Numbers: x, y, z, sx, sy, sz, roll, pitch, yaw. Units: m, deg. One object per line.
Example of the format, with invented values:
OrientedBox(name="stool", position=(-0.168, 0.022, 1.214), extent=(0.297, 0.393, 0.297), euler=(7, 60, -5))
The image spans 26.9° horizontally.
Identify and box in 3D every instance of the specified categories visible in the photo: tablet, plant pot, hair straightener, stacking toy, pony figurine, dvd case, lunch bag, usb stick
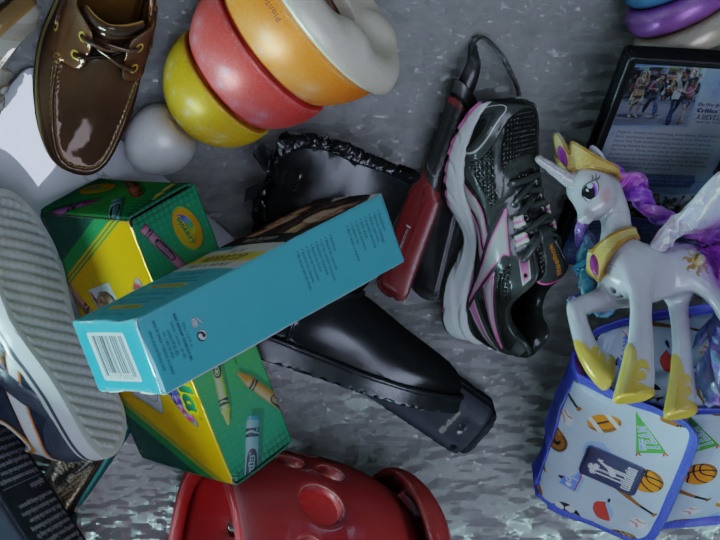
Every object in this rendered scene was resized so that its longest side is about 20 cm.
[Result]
OrientedBox(name="tablet", position=(-0.200, -0.033, 1.065), extent=(0.200, 0.014, 0.130), euler=(41, 96, -23))
OrientedBox(name="plant pot", position=(-0.035, 0.230, 1.106), extent=(0.180, 0.200, 0.203), euler=(1, 109, -22))
OrientedBox(name="hair straightener", position=(0.072, -0.073, 1.115), extent=(0.076, 0.041, 0.202), euler=(4, 105, -43))
OrientedBox(name="stacking toy", position=(-0.086, -0.135, 1.016), extent=(0.199, 0.147, 0.146), euler=(-34, 115, 20))
OrientedBox(name="pony figurine", position=(0.219, -0.003, 1.044), extent=(0.191, 0.167, 0.202), euler=(0, 66, -22))
OrientedBox(name="stacking toy", position=(0.199, -0.250, 1.057), extent=(0.085, 0.085, 0.201), euler=(-28, 109, -3))
OrientedBox(name="dvd case", position=(0.230, -0.079, 1.111), extent=(0.141, 0.018, 0.201), euler=(1, 135, -14))
OrientedBox(name="lunch bag", position=(0.238, 0.118, 1.146), extent=(0.197, 0.125, 0.171), euler=(-2, 138, -10))
OrientedBox(name="usb stick", position=(0.020, 0.074, 1.149), extent=(0.199, 0.033, 0.056), euler=(35, 97, -23))

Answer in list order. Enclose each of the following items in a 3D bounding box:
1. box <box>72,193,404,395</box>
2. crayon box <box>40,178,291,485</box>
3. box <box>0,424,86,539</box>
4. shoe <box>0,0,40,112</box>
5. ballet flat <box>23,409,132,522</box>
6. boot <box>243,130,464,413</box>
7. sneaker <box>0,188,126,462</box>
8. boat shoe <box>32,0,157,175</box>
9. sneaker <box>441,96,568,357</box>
OrientedBox(name="box", position=(-0.073, 0.012, 0.940), extent=(0.199, 0.082, 0.050), euler=(-29, 105, -35))
OrientedBox(name="crayon box", position=(-0.132, 0.039, 1.026), extent=(0.058, 0.118, 0.202), euler=(-33, 114, -34))
OrientedBox(name="box", position=(-0.283, 0.197, 1.031), extent=(0.148, 0.107, 0.201), euler=(-34, 87, 5))
OrientedBox(name="shoe", position=(-0.272, -0.101, 0.994), extent=(0.053, 0.070, 0.200), euler=(40, 104, -21))
OrientedBox(name="ballet flat", position=(-0.230, 0.169, 1.110), extent=(0.075, 0.068, 0.202), euler=(24, 97, 1))
OrientedBox(name="boot", position=(0.000, 0.000, 1.068), extent=(0.196, 0.073, 0.164), euler=(18, 90, -4))
OrientedBox(name="sneaker", position=(-0.235, 0.045, 1.020), extent=(0.079, 0.078, 0.202), euler=(-10, 110, 28))
OrientedBox(name="boat shoe", position=(-0.172, -0.159, 0.992), extent=(0.071, 0.068, 0.202), euler=(10, 103, -19))
OrientedBox(name="sneaker", position=(0.116, -0.028, 1.085), extent=(0.080, 0.086, 0.202), euler=(-25, 127, -34))
